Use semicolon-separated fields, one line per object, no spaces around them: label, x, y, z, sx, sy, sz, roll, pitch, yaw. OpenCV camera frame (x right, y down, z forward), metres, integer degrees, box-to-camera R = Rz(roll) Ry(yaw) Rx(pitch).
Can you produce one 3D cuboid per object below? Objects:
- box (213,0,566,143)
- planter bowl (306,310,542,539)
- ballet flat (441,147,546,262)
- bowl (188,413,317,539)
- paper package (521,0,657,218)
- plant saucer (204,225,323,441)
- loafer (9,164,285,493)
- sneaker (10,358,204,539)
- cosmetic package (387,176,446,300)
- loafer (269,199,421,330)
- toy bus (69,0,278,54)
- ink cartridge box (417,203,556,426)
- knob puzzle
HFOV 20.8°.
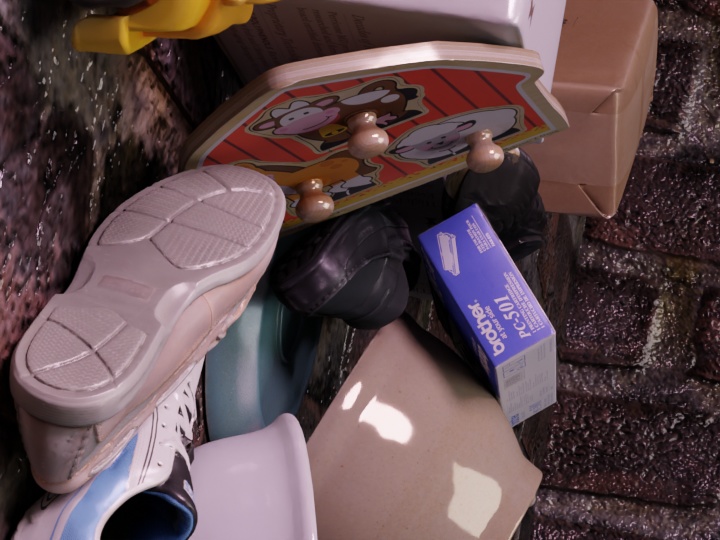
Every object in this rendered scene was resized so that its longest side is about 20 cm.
box;0.025;-0.195;1.028;0.200;0.171;0.200;56;44;-73
planter bowl;0.027;0.143;1.212;0.201;0.135;0.200;-58;176;-6
ballet flat;0.079;-0.049;1.243;0.057;0.066;0.200;63;2;16
bowl;-0.074;0.169;0.944;0.201;0.090;0.202;180;-90;-81
paper package;0.118;-0.134;1.474;0.200;0.190;0.104;-64;156;-58
plant saucer;-0.051;0.022;1.182;0.200;0.027;0.201;9;90;-79
loafer;-0.096;0.021;0.875;0.200;0.072;0.063;-52;158;-51
sneaker;-0.098;0.087;0.889;0.200;0.072;0.072;-71;163;-47
cosmetic package;0.020;-0.060;1.285;0.200;0.101;0.074;77;25;-57
loafer;0.000;0.000;1.137;0.070;0.068;0.201;53;14;0
toy bus;-0.023;-0.182;0.770;0.136;0.191;0.201;-62;159;-62
ink cartridge box;0.082;0.033;1.229;0.094;0.044;0.200;60;-3;16
knob puzzle;-0.001;-0.060;0.965;0.220;0.219;0.031;56;19;-73
